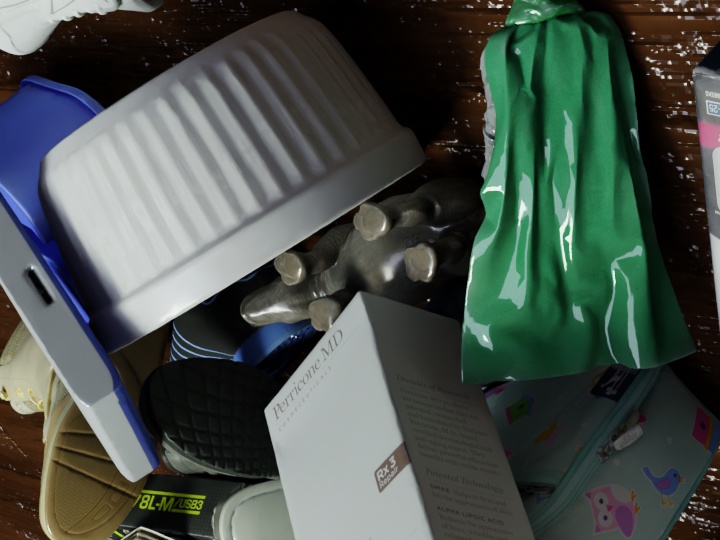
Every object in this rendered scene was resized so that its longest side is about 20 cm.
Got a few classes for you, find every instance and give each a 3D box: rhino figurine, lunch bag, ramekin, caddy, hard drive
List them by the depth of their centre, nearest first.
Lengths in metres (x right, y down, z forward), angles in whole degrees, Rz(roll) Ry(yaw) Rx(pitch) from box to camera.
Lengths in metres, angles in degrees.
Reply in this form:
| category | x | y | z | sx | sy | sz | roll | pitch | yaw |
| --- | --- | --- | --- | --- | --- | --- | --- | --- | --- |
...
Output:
| category | x | y | z | sx | sy | sz | roll | pitch | yaw |
| --- | --- | --- | --- | --- | --- | --- | --- | --- | --- |
| ramekin | -0.074 | -0.052 | 0.919 | 0.200 | 0.200 | 0.105 | -26 | 96 | 53 |
| lunch bag | 0.090 | 0.121 | 0.942 | 0.077 | 0.160 | 0.200 | 52 | 145 | -9 |
| hard drive | -0.161 | 0.038 | 0.946 | 0.132 | 0.025 | 0.200 | 55 | 169 | 13 |
| rhino figurine | 0.000 | 0.000 | 0.974 | 0.200 | 0.087 | 0.060 | -25 | 86 | 47 |
| caddy | -0.174 | -0.047 | 1.089 | 0.200 | 0.105 | 0.142 | 22 | 144 | 57 |

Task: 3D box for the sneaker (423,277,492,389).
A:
| category | x | y | z | sx | sy | sz | roll | pitch | yaw |
| --- | --- | --- | --- | --- | --- | --- | --- | --- | --- |
| sneaker | 0.028 | 0.066 | 0.995 | 0.070 | 0.108 | 0.200 | 49 | 144 | -5 |

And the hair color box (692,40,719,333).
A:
| category | x | y | z | sx | sy | sz | roll | pitch | yaw |
| --- | --- | --- | --- | --- | --- | --- | --- | --- | --- |
| hair color box | 0.213 | -0.011 | 0.777 | 0.100 | 0.061 | 0.201 | 15 | 135 | 36 |

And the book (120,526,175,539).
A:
| category | x | y | z | sx | sy | sz | roll | pitch | yaw |
| --- | --- | --- | --- | --- | --- | --- | --- | --- | --- |
| book | -0.113 | 0.228 | 1.196 | 0.133 | 0.048 | 0.200 | 21 | 162 | -11 |

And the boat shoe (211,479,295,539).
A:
| category | x | y | z | sx | sy | sz | roll | pitch | yaw |
| --- | --- | --- | --- | --- | --- | --- | --- | --- | --- |
| boat shoe | -0.013 | 0.170 | 1.098 | 0.201 | 0.073 | 0.060 | 14 | 173 | -35 |

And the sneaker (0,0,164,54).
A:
| category | x | y | z | sx | sy | sz | roll | pitch | yaw |
| --- | --- | --- | --- | --- | --- | --- | --- | --- | --- |
| sneaker | -0.160 | -0.170 | 0.989 | 0.099 | 0.078 | 0.200 | 42 | 145 | -1 |

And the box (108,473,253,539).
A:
| category | x | y | z | sx | sy | sz | roll | pitch | yaw |
| --- | --- | --- | --- | --- | --- | --- | --- | --- | --- |
| box | -0.079 | 0.197 | 1.214 | 0.192 | 0.048 | 0.200 | 0 | 152 | 48 |

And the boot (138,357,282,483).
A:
| category | x | y | z | sx | sy | sz | roll | pitch | yaw |
| --- | --- | --- | --- | --- | --- | --- | --- | --- | --- |
| boot | -0.085 | 0.109 | 1.098 | 0.199 | 0.068 | 0.130 | 16 | 156 | -43 |

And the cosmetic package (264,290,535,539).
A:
| category | x | y | z | sx | sy | sz | roll | pitch | yaw |
| --- | --- | --- | --- | --- | --- | --- | --- | --- | --- |
| cosmetic package | 0.021 | 0.119 | 0.860 | 0.102 | 0.074 | 0.201 | -52 | 38 | 30 |

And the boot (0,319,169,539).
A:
| category | x | y | z | sx | sy | sz | roll | pitch | yaw |
| --- | --- | --- | --- | --- | --- | --- | --- | --- | --- |
| boot | -0.203 | 0.097 | 1.206 | 0.072 | 0.201 | 0.155 | 19 | 159 | -31 |

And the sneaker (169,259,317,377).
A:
| category | x | y | z | sx | sy | sz | roll | pitch | yaw |
| --- | --- | --- | --- | --- | --- | --- | --- | --- | --- |
| sneaker | -0.091 | 0.043 | 1.138 | 0.078 | 0.070 | 0.200 | 57 | 145 | 8 |

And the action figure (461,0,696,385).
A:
| category | x | y | z | sx | sy | sz | roll | pitch | yaw |
| --- | --- | --- | --- | --- | --- | --- | --- | --- | --- |
| action figure | 0.096 | -0.050 | 0.839 | 0.055 | 0.117 | 0.201 | -121 | 24 | -72 |
